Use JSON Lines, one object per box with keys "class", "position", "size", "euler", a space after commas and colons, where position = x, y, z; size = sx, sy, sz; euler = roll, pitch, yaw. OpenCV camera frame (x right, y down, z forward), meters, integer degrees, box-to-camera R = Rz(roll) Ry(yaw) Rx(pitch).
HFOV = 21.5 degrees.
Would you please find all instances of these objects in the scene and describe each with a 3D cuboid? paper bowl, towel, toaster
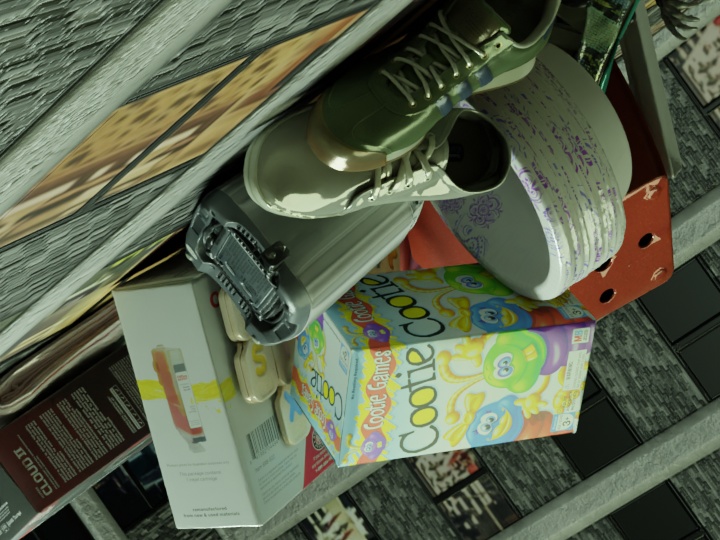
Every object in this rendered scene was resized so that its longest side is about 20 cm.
{"class": "paper bowl", "position": [0.119, -0.087, 1.382], "size": [0.104, 0.201, 0.201], "euler": [-35, 178, -17]}
{"class": "towel", "position": [-0.234, 0.073, 1.574], "size": [0.191, 0.032, 0.200], "euler": [-35, 177, -18]}
{"class": "toaster", "position": [-0.038, -0.033, 1.310], "size": [0.129, 0.114, 0.200], "euler": [-39, 177, -16]}

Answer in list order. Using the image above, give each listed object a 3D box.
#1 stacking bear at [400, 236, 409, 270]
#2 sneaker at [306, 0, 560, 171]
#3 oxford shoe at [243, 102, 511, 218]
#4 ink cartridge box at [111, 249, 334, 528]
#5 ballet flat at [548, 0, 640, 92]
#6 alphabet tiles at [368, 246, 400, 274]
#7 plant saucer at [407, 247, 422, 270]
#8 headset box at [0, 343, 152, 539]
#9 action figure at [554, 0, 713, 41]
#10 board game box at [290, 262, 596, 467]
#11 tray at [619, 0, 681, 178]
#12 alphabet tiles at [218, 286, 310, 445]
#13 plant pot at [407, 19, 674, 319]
{"class": "stacking bear", "position": [-0.038, -0.015, 1.745], "size": [0.200, 0.121, 0.114], "euler": [-24, 136, -67]}
{"class": "sneaker", "position": [0.052, -0.138, 1.184], "size": [0.200, 0.067, 0.090], "euler": [-31, 163, -35]}
{"class": "oxford shoe", "position": [0.017, -0.073, 1.214], "size": [0.199, 0.076, 0.058], "euler": [-6, -170, -33]}
{"class": "ink cartridge box", "position": [-0.101, 0.082, 1.484], "size": [0.083, 0.201, 0.145], "euler": [-6, -165, 30]}
{"class": "ballet flat", "position": [0.165, -0.178, 1.392], "size": [0.074, 0.074, 0.201], "euler": [-34, 154, -35]}
{"class": "alphabet tiles", "position": [0.000, 0.000, 1.555], "size": [0.008, 0.201, 0.167], "euler": [-3, 176, 23]}
{"class": "plant saucer", "position": [0.056, -0.045, 1.858], "size": [0.051, 0.202, 0.200], "euler": [4, 154, -34]}
{"class": "headset box", "position": [-0.241, 0.144, 1.551], "size": [0.200, 0.077, 0.149], "euler": [-37, 178, -32]}
{"class": "action figure", "position": [0.241, -0.235, 1.493], "size": [0.199, 0.102, 0.119], "euler": [-34, 166, -5]}
{"class": "board game box", "position": [0.061, 0.065, 1.428], "size": [0.199, 0.105, 0.104], "euler": [-7, 121, -22]}
{"class": "tray", "position": [0.237, -0.177, 1.601], "size": [0.022, 0.201, 0.107], "euler": [-13, -176, 16]}
{"class": "alphabet tiles", "position": [-0.049, 0.027, 1.486], "size": [0.015, 0.197, 0.200], "euler": [-6, -166, 29]}
{"class": "plant pot", "position": [0.158, -0.059, 1.591], "size": [0.199, 0.176, 0.200], "euler": [-28, 141, -11]}
